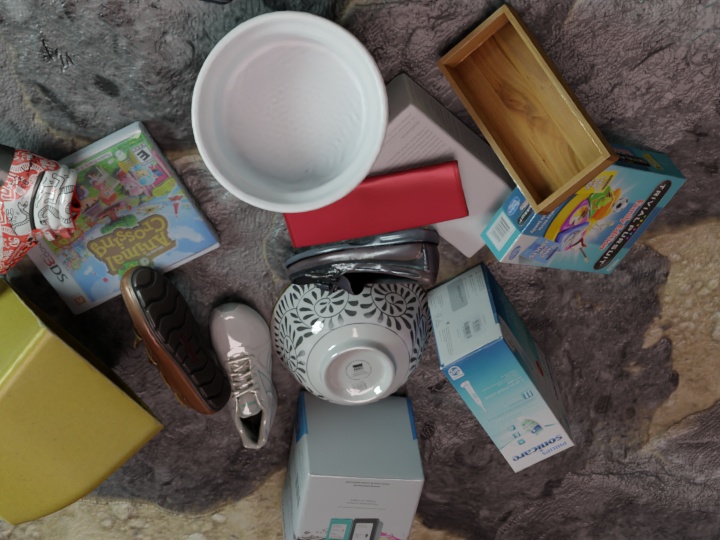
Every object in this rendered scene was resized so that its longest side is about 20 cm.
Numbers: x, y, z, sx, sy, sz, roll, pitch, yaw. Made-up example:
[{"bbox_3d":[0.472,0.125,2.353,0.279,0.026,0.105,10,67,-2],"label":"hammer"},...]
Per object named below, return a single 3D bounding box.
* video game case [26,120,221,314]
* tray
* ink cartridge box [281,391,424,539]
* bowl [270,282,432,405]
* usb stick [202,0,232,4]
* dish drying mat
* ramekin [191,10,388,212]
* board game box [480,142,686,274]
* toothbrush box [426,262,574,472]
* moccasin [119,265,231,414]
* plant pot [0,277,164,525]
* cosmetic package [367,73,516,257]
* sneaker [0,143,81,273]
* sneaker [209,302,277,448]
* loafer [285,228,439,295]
[{"bbox_3d":[-0.286,-0.055,1.753,0.199,0.022,0.183,-25,125,11],"label":"video game case"},{"bbox_3d":[0.174,-0.168,1.631,0.098,0.201,0.037,-38,162,21],"label":"tray"},{"bbox_3d":[-0.015,0.276,1.945,0.145,0.147,0.201,4,128,-10],"label":"ink cartridge box"},{"bbox_3d":[-0.007,0.095,1.851,0.199,0.095,0.202,-3,126,-4],"label":"bowl"},{"bbox_3d":[-0.126,-0.357,1.545,0.055,0.033,0.201,13,123,-15],"label":"usb stick"},{"bbox_3d":[0.015,-0.072,1.693,0.198,0.018,0.077,-10,132,8],"label":"dish drying mat"},{"bbox_3d":[-0.070,-0.162,1.608,0.198,0.098,0.202,0,94,1],"label":"ramekin"},{"bbox_3d":[0.251,-0.071,1.736,0.199,0.047,0.151,5,130,-43],"label":"board game box"},{"bbox_3d":[0.166,0.117,1.854,0.085,0.147,0.200,-26,124,13],"label":"toothbrush box"},{"bbox_3d":[-0.223,0.081,1.806,0.077,0.074,0.202,-3,132,39],"label":"moccasin"},{"bbox_3d":[-0.378,0.165,1.751,0.200,0.195,0.194,-49,121,-7],"label":"plant pot"},{"bbox_3d":[0.084,-0.115,1.723,0.102,0.074,0.200,-40,123,21],"label":"cosmetic package"},{"bbox_3d":[-0.369,-0.037,1.703,0.107,0.067,0.202,15,121,-13],"label":"sneaker"},{"bbox_3d":[-0.135,0.127,1.870,0.070,0.081,0.201,-10,125,3],"label":"sneaker"},{"bbox_3d":[0.000,0.000,1.757,0.199,0.064,0.072,-12,167,31],"label":"loafer"}]
